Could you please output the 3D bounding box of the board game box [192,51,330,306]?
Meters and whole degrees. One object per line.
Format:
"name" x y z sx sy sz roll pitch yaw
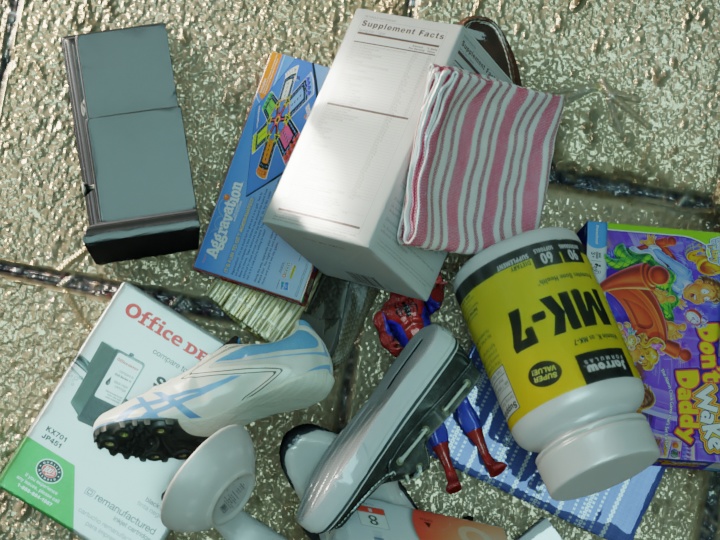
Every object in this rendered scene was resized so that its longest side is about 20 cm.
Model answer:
"board game box" -0.061 -0.079 1.768 0.103 0.019 0.201 18 82 15

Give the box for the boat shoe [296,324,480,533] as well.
"boat shoe" 0.029 0.137 1.665 0.071 0.072 0.200 41 76 -14

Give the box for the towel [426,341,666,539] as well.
"towel" 0.172 0.134 1.793 0.200 0.024 0.145 25 86 0

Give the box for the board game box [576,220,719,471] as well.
"board game box" 0.250 0.064 1.771 0.134 0.045 0.201 4 76 -6

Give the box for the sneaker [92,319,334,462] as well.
"sneaker" -0.120 0.098 1.670 0.199 0.072 0.073 -19 56 -2

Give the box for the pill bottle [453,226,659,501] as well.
"pill bottle" 0.160 0.076 1.684 0.114 0.114 0.200 -20 69 -6

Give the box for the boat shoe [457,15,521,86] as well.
"boat shoe" 0.108 -0.122 1.780 0.070 0.070 0.201 -5 85 -4

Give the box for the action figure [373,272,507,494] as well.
"action figure" 0.060 0.078 1.740 0.065 0.099 0.200 -22 74 -7

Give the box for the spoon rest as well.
"spoon rest" -0.113 0.186 1.688 0.061 0.200 0.099 34 74 26

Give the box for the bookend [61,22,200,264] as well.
"bookend" -0.189 -0.115 1.689 0.092 0.200 0.199 -9 87 -5

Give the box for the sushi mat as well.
"sushi mat" -0.041 -0.030 1.789 0.096 0.012 0.200 35 84 -2

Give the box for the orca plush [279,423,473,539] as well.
"orca plush" 0.007 0.179 1.750 0.200 0.071 0.105 21 104 -24

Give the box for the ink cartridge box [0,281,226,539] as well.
"ink cartridge box" -0.187 0.128 1.730 0.146 0.083 0.200 31 83 -2

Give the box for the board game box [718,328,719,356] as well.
"board game box" 0.377 -0.015 1.778 0.134 0.034 0.201 11 74 -18

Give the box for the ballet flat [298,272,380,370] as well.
"ballet flat" 0.000 0.000 1.764 0.067 0.046 0.200 16 77 35

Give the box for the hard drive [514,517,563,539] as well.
"hard drive" 0.118 0.324 1.769 0.200 0.025 0.132 -37 89 -6

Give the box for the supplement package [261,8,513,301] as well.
"supplement package" 0.026 -0.096 1.697 0.114 0.110 0.200 15 74 35

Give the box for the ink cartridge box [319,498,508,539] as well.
"ink cartridge box" 0.061 0.265 1.649 0.162 0.200 0.050 15 115 -23

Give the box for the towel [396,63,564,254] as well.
"towel" 0.104 -0.083 1.683 0.030 0.200 0.147 13 94 36
